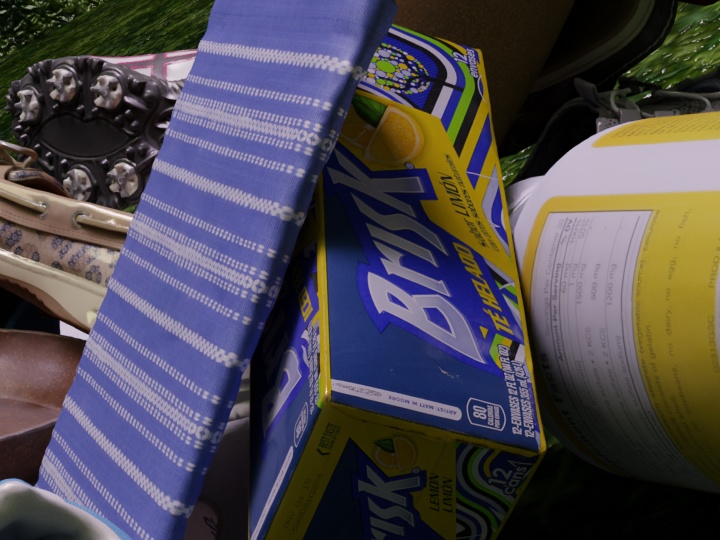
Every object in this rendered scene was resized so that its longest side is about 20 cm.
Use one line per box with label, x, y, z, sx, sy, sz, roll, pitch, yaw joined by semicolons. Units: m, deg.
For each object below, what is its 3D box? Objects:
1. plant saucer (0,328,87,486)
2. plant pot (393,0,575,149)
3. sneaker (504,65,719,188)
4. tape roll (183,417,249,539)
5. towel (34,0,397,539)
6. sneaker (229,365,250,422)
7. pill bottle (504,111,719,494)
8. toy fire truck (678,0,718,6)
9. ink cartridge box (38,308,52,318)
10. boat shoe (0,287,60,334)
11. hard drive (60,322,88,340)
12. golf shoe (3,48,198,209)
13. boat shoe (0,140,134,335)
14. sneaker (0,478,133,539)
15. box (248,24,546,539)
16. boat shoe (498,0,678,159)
plant saucer;-0.189;0.061;0.744;0.200;0.035;0.200;-4;12;1
plant pot;0.016;-0.135;0.784;0.186;0.186;0.201;1;78;60
sneaker;0.119;-0.050;0.780;0.200;0.082;0.075;-40;19;-30
tape roll;-0.073;0.128;0.611;0.200;0.066;0.200;-28;16;8
towel;-0.048;0.003;0.599;0.200;0.024;0.145;-69;21;0
sneaker;0.000;0.000;0.780;0.077;0.085;0.200;-1;13;17
pill bottle;0.111;0.009;0.564;0.112;0.112;0.200;-37;18;-23
toy fire truck;0.196;-0.163;0.874;0.176;0.129;0.200;8;-16;-10
ink cartridge box;-0.050;-0.007;0.938;0.116;0.067;0.200;-3;28;34
boat shoe;-0.191;0.076;0.856;0.068;0.084;0.200;2;39;15
hard drive;-0.149;0.035;1.036;0.200;0.025;0.132;-31;13;-38
golf shoe;-0.087;-0.075;0.965;0.200;0.077;0.088;0;13;33
boat shoe;-0.126;-0.014;0.838;0.200;0.073;0.063;26;87;31
sneaker;-0.049;0.128;0.447;0.072;0.073;0.200;-35;49;-10
box;0.005;0.003;0.589;0.200;0.064;0.070;-94;23;-52
boat shoe;0.085;-0.093;0.873;0.201;0.066;0.072;-19;48;60
